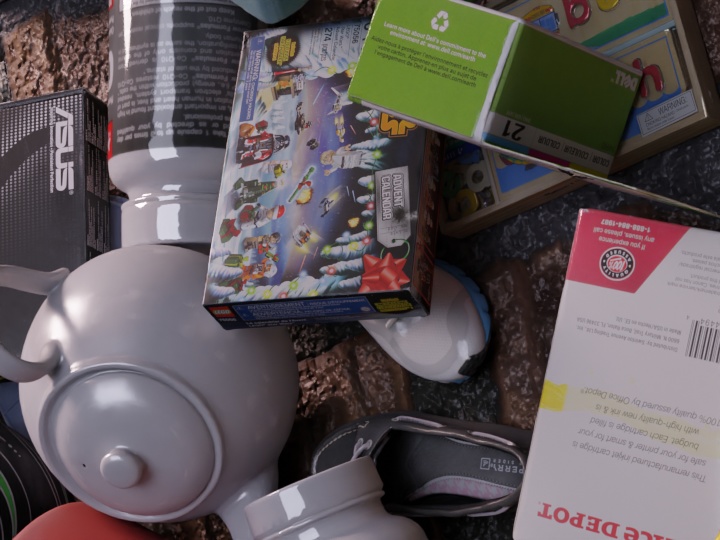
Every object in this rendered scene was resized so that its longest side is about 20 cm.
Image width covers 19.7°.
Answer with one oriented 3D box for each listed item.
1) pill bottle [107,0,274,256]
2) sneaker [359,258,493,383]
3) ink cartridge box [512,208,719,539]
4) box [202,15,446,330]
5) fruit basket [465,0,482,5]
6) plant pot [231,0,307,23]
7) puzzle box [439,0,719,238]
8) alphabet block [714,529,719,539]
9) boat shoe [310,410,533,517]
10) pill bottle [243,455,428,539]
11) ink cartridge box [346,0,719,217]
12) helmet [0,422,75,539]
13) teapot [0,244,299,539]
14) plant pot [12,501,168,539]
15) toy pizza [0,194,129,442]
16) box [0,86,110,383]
[{"bbox_3d":[-0.114,-0.110,1.404,0.114,0.114,0.201,-7,79,35],"label":"pill bottle"},{"bbox_3d":[0.000,0.000,1.323,0.200,0.087,0.075,44,107,31],"label":"sneaker"},{"bbox_3d":[0.183,0.077,1.177,0.145,0.083,0.201,13,91,36],"label":"ink cartridge box"},{"bbox_3d":[-0.017,-0.064,1.285,0.136,0.040,0.201,-5,61,20],"label":"box"},{"bbox_3d":[0.068,-0.261,1.248,0.200,0.185,0.094,-52,50,19],"label":"fruit basket"},{"bbox_3d":[-0.072,-0.318,1.302,0.196,0.200,0.196,-42,54,-17],"label":"plant pot"},{"bbox_3d":[0.120,-0.116,1.287,0.200,0.025,0.133,-24,69,32],"label":"puzzle box"},{"bbox_3d":[0.324,0.118,1.002,0.200,0.195,0.197,35,102,33],"label":"alphabet block"},{"bbox_3d":[0.040,0.121,1.292,0.200,0.057,0.067,-1,83,36],"label":"boat shoe"},{"bbox_3d":[0.005,0.220,1.248,0.112,0.112,0.201,-27,81,30],"label":"pill bottle"},{"bbox_3d":[0.117,-0.093,1.179,0.200,0.148,0.076,20,94,36],"label":"ink cartridge box"},{"bbox_3d":[-0.292,0.190,1.444,0.200,0.200,0.191,-14,53,34],"label":"helmet"},{"bbox_3d":[-0.140,0.087,1.329,0.199,0.146,0.198,2,118,11],"label":"teapot"},{"bbox_3d":[-0.135,0.265,1.331,0.177,0.200,0.201,12,91,28],"label":"plant pot"},{"bbox_3d":[-0.190,0.046,1.489,0.200,0.032,0.201,-7,78,36],"label":"toy pizza"},{"bbox_3d":[-0.272,-0.017,1.482,0.193,0.048,0.201,-9,72,21],"label":"box"}]
